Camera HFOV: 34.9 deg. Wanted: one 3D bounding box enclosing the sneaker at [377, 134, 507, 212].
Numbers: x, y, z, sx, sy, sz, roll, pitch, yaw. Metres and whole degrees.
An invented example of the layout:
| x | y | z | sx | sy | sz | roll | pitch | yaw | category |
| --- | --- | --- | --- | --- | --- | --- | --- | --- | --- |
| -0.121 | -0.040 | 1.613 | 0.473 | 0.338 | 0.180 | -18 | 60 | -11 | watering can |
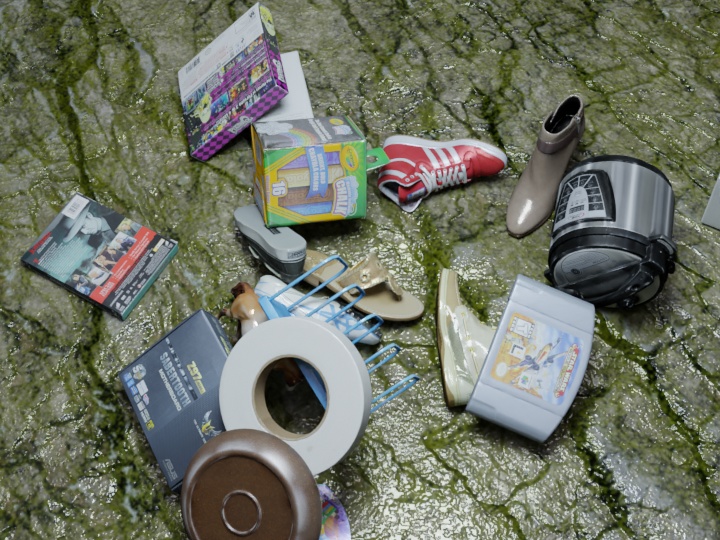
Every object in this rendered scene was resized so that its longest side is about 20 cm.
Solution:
| x | y | z | sx | sy | sz | roll | pitch | yaw | category |
| --- | --- | --- | --- | --- | --- | --- | --- | --- | --- |
| 0.121 | -0.145 | 1.757 | 0.197 | 0.072 | 0.114 | 6 | 54 | 16 | sneaker |

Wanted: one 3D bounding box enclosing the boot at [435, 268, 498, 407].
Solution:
| x | y | z | sx | sy | sz | roll | pitch | yaw | category |
| --- | --- | --- | --- | --- | --- | --- | --- | --- | --- |
| 0.184 | 0.089 | 1.609 | 0.152 | 0.072 | 0.203 | -5 | 65 | 1 | boot |

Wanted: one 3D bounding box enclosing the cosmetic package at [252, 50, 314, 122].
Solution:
| x | y | z | sx | sy | sz | roll | pitch | yaw | category |
| --- | --- | --- | --- | --- | --- | --- | --- | --- | --- |
| -0.126 | -0.249 | 1.835 | 0.100 | 0.074 | 0.202 | -11 | 56 | -3 | cosmetic package |

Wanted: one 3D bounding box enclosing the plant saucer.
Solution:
| x | y | z | sx | sy | sz | roll | pitch | yaw | category |
| --- | --- | --- | --- | --- | --- | --- | --- | --- | --- |
| -0.144 | 0.301 | 1.433 | 0.197 | 0.032 | 0.203 | 1 | 93 | 20 | plant saucer |

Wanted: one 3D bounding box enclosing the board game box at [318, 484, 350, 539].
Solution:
| x | y | z | sx | sy | sz | roll | pitch | yaw | category |
| --- | --- | --- | --- | --- | --- | --- | --- | --- | --- |
| -0.112 | 0.348 | 1.483 | 0.197 | 0.039 | 0.160 | -2 | 58 | 3 | board game box |

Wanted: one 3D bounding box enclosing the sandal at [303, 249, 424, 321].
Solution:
| x | y | z | sx | sy | sz | roll | pitch | yaw | category |
| --- | --- | --- | --- | --- | --- | --- | --- | --- | --- |
| -0.002 | 0.003 | 1.661 | 0.210 | 0.070 | 0.078 | 22 | 38 | 17 | sandal |

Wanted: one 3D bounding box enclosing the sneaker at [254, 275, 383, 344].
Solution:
| x | y | z | sx | sy | sz | roll | pitch | yaw | category |
| --- | --- | --- | --- | --- | --- | --- | --- | --- | --- |
| -0.064 | 0.070 | 1.645 | 0.198 | 0.072 | 0.073 | 20 | 92 | 9 | sneaker |

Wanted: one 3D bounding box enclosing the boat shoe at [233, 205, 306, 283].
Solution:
| x | y | z | sx | sy | sz | roll | pitch | yaw | category |
| --- | --- | --- | --- | --- | --- | --- | --- | --- | --- |
| -0.137 | -0.040 | 1.697 | 0.070 | 0.064 | 0.200 | -10 | 28 | -21 | boat shoe |

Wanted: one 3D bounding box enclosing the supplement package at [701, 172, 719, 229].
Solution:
| x | y | z | sx | sy | sz | roll | pitch | yaw | category |
| --- | --- | --- | --- | --- | --- | --- | --- | --- | --- |
| 0.608 | -0.156 | 1.708 | 0.120 | 0.120 | 0.201 | 22 | 62 | 15 | supplement package |

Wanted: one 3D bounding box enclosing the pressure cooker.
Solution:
| x | y | z | sx | sy | sz | roll | pitch | yaw | category |
| --- | --- | --- | --- | --- | --- | --- | --- | --- | --- |
| 0.356 | -0.039 | 1.619 | 0.176 | 0.177 | 0.202 | 11 | 60 | 6 | pressure cooker |

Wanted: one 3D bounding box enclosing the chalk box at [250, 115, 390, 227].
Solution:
| x | y | z | sx | sy | sz | roll | pitch | yaw | category |
| --- | --- | --- | --- | --- | --- | --- | --- | --- | --- |
| -0.057 | -0.152 | 1.710 | 0.197 | 0.125 | 0.125 | -5 | 26 | -13 | chalk box |

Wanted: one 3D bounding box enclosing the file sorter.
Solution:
| x | y | z | sx | sy | sz | roll | pitch | yaw | category |
| --- | --- | --- | --- | --- | --- | --- | --- | --- | --- |
| -0.024 | 0.097 | 1.529 | 0.122 | 0.139 | 0.201 | -34 | 80 | 1 | file sorter |

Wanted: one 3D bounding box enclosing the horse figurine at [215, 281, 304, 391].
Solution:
| x | y | z | sx | sy | sz | roll | pitch | yaw | category |
| --- | --- | --- | --- | --- | --- | --- | --- | --- | --- |
| -0.149 | 0.093 | 1.588 | 0.049 | 0.133 | 0.202 | -1 | 59 | -36 | horse figurine |

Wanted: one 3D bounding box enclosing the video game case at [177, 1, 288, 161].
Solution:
| x | y | z | sx | sy | sz | roll | pitch | yaw | category |
| --- | --- | --- | --- | --- | --- | --- | --- | --- | --- |
| -0.207 | -0.301 | 1.827 | 0.199 | 0.036 | 0.183 | -34 | 53 | 28 | video game case |

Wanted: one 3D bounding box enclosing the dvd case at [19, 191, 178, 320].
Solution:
| x | y | z | sx | sy | sz | roll | pitch | yaw | category |
| --- | --- | --- | --- | --- | --- | --- | --- | --- | --- |
| -0.397 | -0.025 | 1.741 | 0.198 | 0.022 | 0.147 | 26 | 63 | 16 | dvd case |

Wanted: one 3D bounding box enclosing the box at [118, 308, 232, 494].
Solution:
| x | y | z | sx | sy | sz | roll | pitch | yaw | category |
| --- | --- | --- | --- | --- | --- | --- | --- | --- | --- |
| -0.226 | 0.177 | 1.558 | 0.157 | 0.051 | 0.201 | -36 | 62 | 8 | box |

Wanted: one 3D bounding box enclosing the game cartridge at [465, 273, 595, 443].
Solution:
| x | y | z | sx | sy | sz | roll | pitch | yaw | category |
| --- | --- | --- | --- | --- | --- | --- | --- | --- | --- |
| 0.237 | 0.121 | 1.541 | 0.132 | 0.042 | 0.202 | 21 | 80 | 8 | game cartridge |

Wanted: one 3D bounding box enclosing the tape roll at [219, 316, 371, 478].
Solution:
| x | y | z | sx | sy | sz | roll | pitch | yaw | category |
| --- | --- | --- | --- | --- | --- | --- | --- | --- | --- |
| -0.083 | 0.160 | 1.443 | 0.200 | 0.037 | 0.206 | 0 | 91 | 18 | tape roll |

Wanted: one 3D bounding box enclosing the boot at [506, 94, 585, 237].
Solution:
| x | y | z | sx | sy | sz | roll | pitch | yaw | category |
| --- | --- | --- | --- | --- | --- | --- | --- | --- | --- |
| 0.277 | -0.164 | 1.716 | 0.070 | 0.147 | 0.201 | 23 | 63 | 15 | boot |
